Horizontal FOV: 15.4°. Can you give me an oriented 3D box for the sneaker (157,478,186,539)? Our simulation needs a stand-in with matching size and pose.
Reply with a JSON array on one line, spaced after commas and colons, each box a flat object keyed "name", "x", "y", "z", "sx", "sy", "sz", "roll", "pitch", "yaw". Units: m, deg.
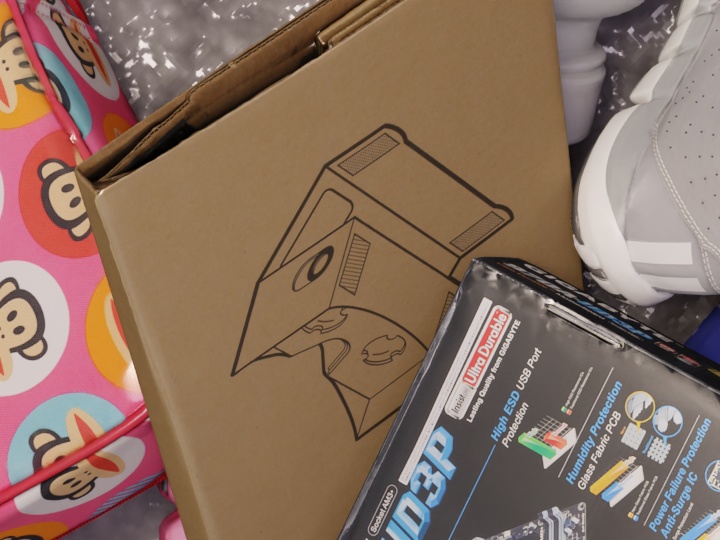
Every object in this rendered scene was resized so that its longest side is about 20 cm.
[{"name": "sneaker", "x": -0.022, "y": 0.119, "z": 0.919, "sx": 0.095, "sy": 0.079, "sz": 0.201, "roll": -2, "pitch": 94, "yaw": -10}]

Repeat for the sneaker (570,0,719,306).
[{"name": "sneaker", "x": 0.156, "y": -0.072, "z": 0.860, "sx": 0.075, "sy": 0.115, "sz": 0.201, "roll": 39, "pitch": 69, "yaw": -40}]

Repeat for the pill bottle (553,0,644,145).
[{"name": "pill bottle", "x": 0.054, "y": -0.147, "z": 0.873, "sx": 0.110, "sy": 0.111, "sz": 0.201, "roll": 9, "pitch": 107, "yaw": 0}]

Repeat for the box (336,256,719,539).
[{"name": "box", "x": 0.064, "y": 0.119, "z": 0.823, "sx": 0.158, "sy": 0.046, "sz": 0.201, "roll": 28, "pitch": 99, "yaw": 21}]

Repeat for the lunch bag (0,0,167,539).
[{"name": "lunch bag", "x": -0.149, "y": 0.002, "z": 0.879, "sx": 0.176, "sy": 0.082, "sz": 0.201, "roll": -30, "pitch": 72, "yaw": 10}]

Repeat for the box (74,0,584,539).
[{"name": "box", "x": 0.000, "y": 0.000, "z": 0.826, "sx": 0.163, "sy": 0.201, "sz": 0.021, "roll": -36, "pitch": 51, "yaw": -21}]

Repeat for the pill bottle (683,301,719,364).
[{"name": "pill bottle", "x": 0.171, "y": 0.039, "z": 0.886, "sx": 0.116, "sy": 0.116, "sz": 0.200, "roll": 41, "pitch": 93, "yaw": -1}]
